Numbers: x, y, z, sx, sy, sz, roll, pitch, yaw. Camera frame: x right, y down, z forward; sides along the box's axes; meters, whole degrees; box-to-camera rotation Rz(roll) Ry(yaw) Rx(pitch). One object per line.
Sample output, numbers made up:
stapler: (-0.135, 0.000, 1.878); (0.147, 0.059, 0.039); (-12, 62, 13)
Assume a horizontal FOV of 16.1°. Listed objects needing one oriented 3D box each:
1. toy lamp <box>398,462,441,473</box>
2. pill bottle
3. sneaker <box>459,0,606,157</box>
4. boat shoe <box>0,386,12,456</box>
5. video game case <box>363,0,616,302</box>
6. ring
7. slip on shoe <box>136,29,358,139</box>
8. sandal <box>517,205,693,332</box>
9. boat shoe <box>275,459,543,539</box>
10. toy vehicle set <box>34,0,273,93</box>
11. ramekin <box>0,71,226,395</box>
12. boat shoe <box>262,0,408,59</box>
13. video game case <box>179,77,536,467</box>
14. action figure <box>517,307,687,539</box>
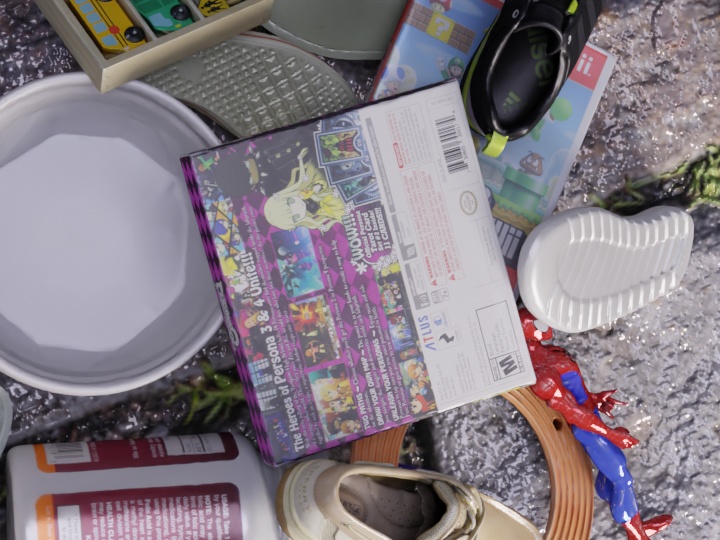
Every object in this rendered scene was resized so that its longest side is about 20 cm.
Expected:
toy lamp: (0.018, 0.226, 1.654); (0.058, 0.058, 0.201); (11, 85, -10)
pill bottle: (-0.120, 0.161, 1.601); (0.199, 0.114, 0.115); (-2, 88, -11)
sneaker: (0.123, -0.163, 1.572); (0.072, 0.083, 0.200); (19, 99, -10)
boat shoe: (-0.283, 0.153, 1.598); (0.076, 0.060, 0.200); (32, 87, -32)
video game case: (0.066, -0.078, 1.627); (0.143, 0.017, 0.200); (26, 80, -14)
ring: (0.072, 0.139, 1.651); (0.200, 0.019, 0.201); (9, 74, -36)
slip on shoe: (-0.091, -0.130, 1.647); (0.200, 0.061, 0.074); (18, 106, -22)
sandal: (0.150, -0.005, 1.654); (0.202, 0.050, 0.083); (-2, 106, -54)
boat shoe: (0.044, 0.158, 1.572); (0.200, 0.065, 0.072); (20, 69, -33)
toy vehicle set: (-0.160, -0.212, 1.599); (0.124, 0.027, 0.200); (-27, 66, -23)
ramekin: (-0.176, -0.021, 1.602); (0.200, 0.105, 0.201); (1, 87, -12)
boat shoe: (0.012, -0.175, 1.671); (0.201, 0.061, 0.072); (12, 108, -10)
video game case: (0.000, 0.000, 1.573); (0.181, 0.036, 0.201); (-18, 96, -16)
action figure: (0.152, 0.103, 1.657); (0.052, 0.065, 0.200); (-33, 113, 7)
